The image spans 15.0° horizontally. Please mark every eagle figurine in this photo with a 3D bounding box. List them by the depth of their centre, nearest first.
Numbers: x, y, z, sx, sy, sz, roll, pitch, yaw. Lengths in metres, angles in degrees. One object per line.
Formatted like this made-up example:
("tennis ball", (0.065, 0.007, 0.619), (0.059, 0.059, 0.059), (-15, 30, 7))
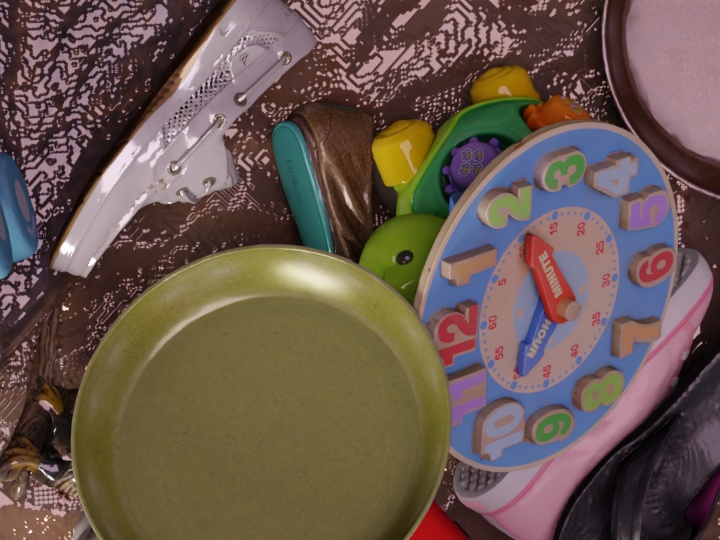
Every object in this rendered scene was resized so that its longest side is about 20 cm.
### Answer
("eagle figurine", (-0.102, 0.104, 1.506), (0.199, 0.151, 0.153), (7, 92, 13))

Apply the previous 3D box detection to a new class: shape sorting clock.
("shape sorting clock", (0.103, 0.016, 1.479), (0.199, 0.039, 0.201), (-18, 121, -33))

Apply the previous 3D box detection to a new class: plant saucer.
("plant saucer", (-0.050, 0.085, 1.409), (0.199, 0.031, 0.201), (-3, 67, 8))
("plant saucer", (0.234, -0.139, 1.594), (0.199, 0.034, 0.202), (-1, 95, -9))

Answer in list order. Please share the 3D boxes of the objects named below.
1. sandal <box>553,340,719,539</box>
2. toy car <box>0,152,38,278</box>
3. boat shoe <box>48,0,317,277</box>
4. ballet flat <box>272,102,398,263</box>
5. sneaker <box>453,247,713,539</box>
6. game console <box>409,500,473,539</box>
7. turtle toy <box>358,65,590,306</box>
("sandal", (0.177, 0.120, 1.550), (0.075, 0.048, 0.201), (33, 98, -13))
("toy car", (-0.253, 0.060, 1.472), (0.183, 0.177, 0.201), (-17, 96, 3))
("boat shoe", (-0.097, -0.068, 1.537), (0.069, 0.071, 0.200), (37, 90, -11))
("ballet flat", (0.000, 0.000, 1.576), (0.072, 0.068, 0.201), (-13, 97, -27))
("sneaker", (0.153, 0.086, 1.605), (0.105, 0.075, 0.200), (43, 85, -24))
("game console", (0.003, 0.195, 1.477), (0.118, 0.172, 0.200), (36, 107, 5))
("turtle toy", (0.074, -0.025, 1.533), (0.199, 0.101, 0.146), (-30, 104, -29))
